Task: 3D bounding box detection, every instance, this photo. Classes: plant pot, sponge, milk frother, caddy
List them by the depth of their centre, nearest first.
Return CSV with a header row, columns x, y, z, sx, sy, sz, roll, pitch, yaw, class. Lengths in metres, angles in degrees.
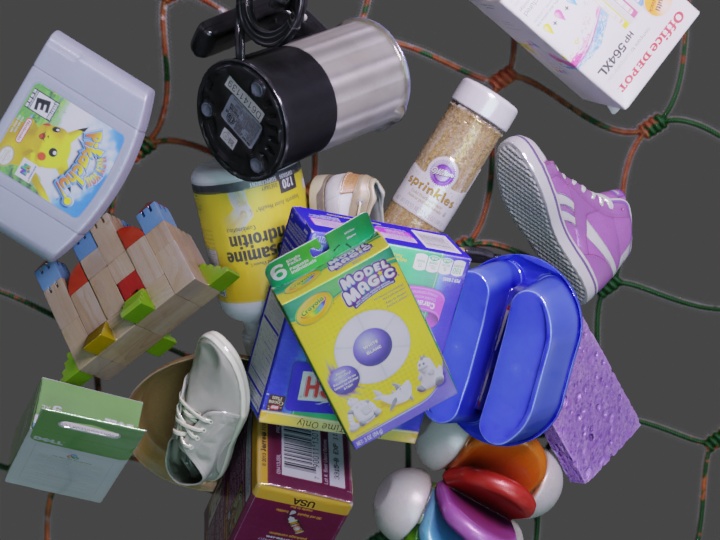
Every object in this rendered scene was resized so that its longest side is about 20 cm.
x,y,z,sx,sy,sz,roll,pitch,yaw,class
-0.043,-0.209,1.451,0.188,0.200,0.181,-28,87,-44,milk frother
0.143,0.083,1.555,0.141,0.105,0.201,20,102,26,caddy
-0.145,0.152,1.583,0.199,0.028,0.201,-1,131,-1,plant pot
0.224,0.120,1.666,0.111,0.030,0.201,-41,109,-32,sponge

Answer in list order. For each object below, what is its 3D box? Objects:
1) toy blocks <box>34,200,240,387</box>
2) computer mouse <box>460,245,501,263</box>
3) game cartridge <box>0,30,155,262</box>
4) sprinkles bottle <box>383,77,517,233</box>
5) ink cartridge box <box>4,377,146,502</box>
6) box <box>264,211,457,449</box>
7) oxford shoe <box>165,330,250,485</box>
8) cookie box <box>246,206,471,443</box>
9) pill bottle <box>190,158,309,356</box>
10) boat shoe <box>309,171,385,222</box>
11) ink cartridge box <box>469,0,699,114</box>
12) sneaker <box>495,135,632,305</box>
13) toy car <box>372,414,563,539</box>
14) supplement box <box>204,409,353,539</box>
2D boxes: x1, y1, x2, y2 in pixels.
x,y,z,sx,sy,sz,roll,pitch,yaw,class
-0.235,0.007,1.524,0.200,0.137,0.100,-37,151,12,toy blocks
0.082,0.043,1.636,0.199,0.046,0.141,4,101,-13,computer mouse
-0.293,-0.117,1.508,0.133,0.040,0.201,31,94,-1,game cartridge
0.085,-0.099,1.595,0.068,0.068,0.201,30,95,-16,sprinkles bottle
-0.279,0.160,1.511,0.103,0.200,0.060,16,58,-15,ink cartridge box
0.001,0.055,1.423,0.117,0.048,0.201,-29,114,-5,box
-0.154,0.143,1.505,0.058,0.075,0.201,-24,145,-37,oxford shoe
-0.006,0.055,1.489,0.170,0.075,0.201,9,108,-20,cookie box
-0.098,-0.017,1.551,0.111,0.112,0.201,-15,104,-9,pill bottle
0.000,0.000,1.546,0.068,0.075,0.201,-3,112,22,boat shoe
0.234,-0.263,1.562,0.200,0.125,0.129,37,92,-16,ink cartridge box
0.221,-0.076,1.627,0.114,0.073,0.201,-40,116,-23,sneaker
0.124,0.248,1.636,0.175,0.150,0.201,30,94,-17,toy car
-0.087,0.242,1.559,0.103,0.131,0.200,14,129,-15,supplement box
